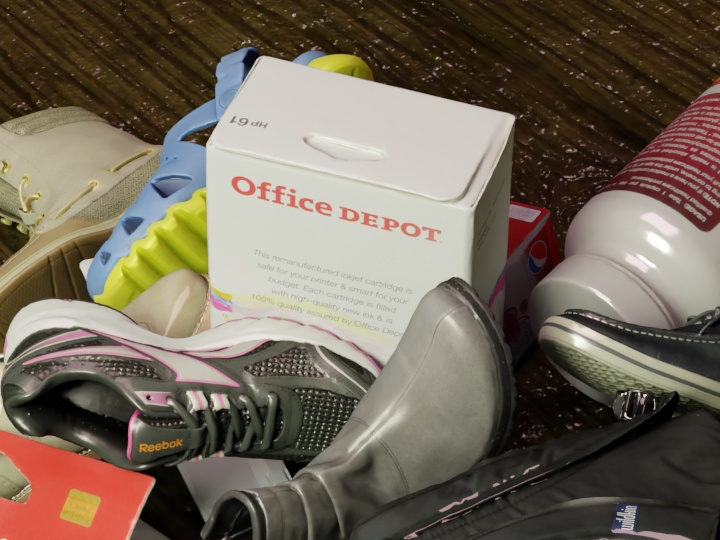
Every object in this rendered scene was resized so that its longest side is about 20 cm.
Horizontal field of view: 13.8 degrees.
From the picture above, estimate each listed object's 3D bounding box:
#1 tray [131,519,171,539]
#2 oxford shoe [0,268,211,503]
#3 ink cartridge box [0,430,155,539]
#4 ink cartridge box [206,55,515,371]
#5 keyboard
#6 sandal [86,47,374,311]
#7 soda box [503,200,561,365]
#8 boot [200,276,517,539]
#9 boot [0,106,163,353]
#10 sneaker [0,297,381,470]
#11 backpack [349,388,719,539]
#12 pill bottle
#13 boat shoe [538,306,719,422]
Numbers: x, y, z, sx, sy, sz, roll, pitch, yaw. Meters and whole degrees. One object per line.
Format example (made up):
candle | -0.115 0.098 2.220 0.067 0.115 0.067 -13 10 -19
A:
tray | -0.118 0.186 1.528 0.107 0.022 0.200 -38 43 -25
oxford shoe | -0.159 0.064 1.589 0.200 0.074 0.071 -44 28 -3
ink cartridge box | -0.222 0.159 1.515 0.200 0.045 0.176 14 78 32
ink cartridge box | 0.000 0.000 1.553 0.144 0.200 0.085 14 45 14
keyboard | -0.095 0.060 1.637 0.056 0.011 0.200 -14 50 -20
sandal | -0.082 -0.052 1.666 0.200 0.080 0.087 -46 50 -14
soda box | 0.016 -0.011 1.687 0.200 0.070 0.063 15 48 34
boot | -0.005 0.097 1.449 0.132 0.200 0.070 -17 51 -31
boot | -0.189 -0.027 1.780 0.155 0.072 0.200 23 46 38
sneaker | -0.090 0.074 1.514 0.200 0.080 0.086 4 28 5
backpack | 0.096 0.154 1.408 0.200 0.127 0.167 -17 23 -6
pill bottle | 0.184 -0.019 1.605 0.113 0.113 0.200 22 50 38
boat shoe | 0.185 0.046 1.496 0.200 0.075 0.062 14 80 -11
